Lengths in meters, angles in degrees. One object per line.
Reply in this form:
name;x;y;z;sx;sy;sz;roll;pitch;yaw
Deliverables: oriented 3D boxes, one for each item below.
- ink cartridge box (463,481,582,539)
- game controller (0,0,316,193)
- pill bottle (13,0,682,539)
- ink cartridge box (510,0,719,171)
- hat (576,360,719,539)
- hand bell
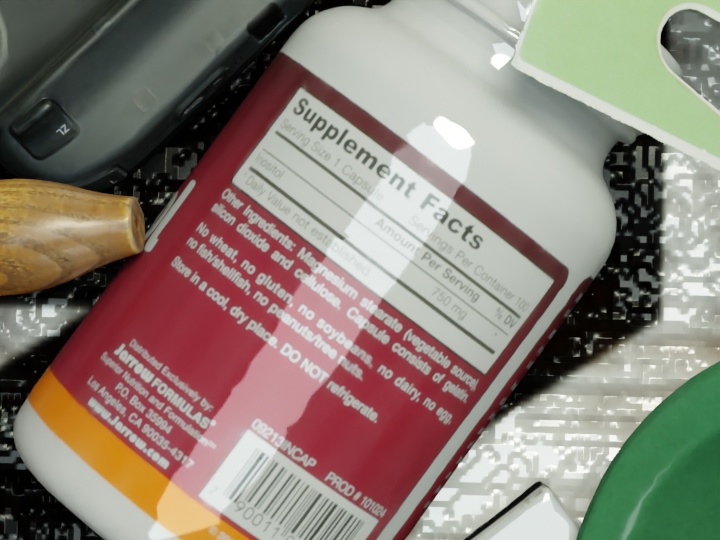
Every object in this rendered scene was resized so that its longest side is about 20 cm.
ink cartridge box;0.076;0.171;0.861;0.095;0.037;0.200;-36;86;0
game controller;-0.047;-0.116;0.823;0.200;0.042;0.104;-43;75;1
pill bottle;0.000;0.000;0.825;0.113;0.113;0.200;37;90;1
ink cartridge box;0.124;-0.117;0.814;0.145;0.048;0.201;24;79;-20
hat;0.179;0.125;0.858;0.166;0.176;0.200;-44;62;14
hand bell;-0.159;-0.005;0.818;0.199;0.104;0.105;-6;90;10
